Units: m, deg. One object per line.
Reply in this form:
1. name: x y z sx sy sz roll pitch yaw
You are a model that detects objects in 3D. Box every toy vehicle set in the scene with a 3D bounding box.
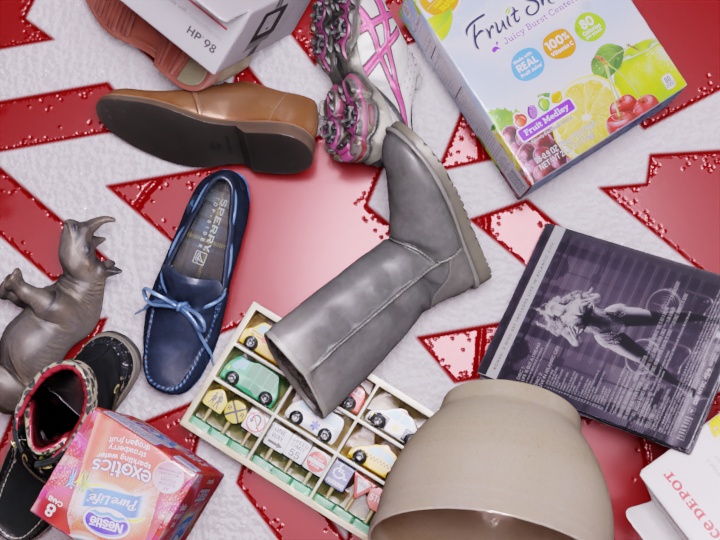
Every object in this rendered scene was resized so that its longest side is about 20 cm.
1. toy vehicle set: -0.040 0.132 1.322 0.199 0.027 0.125 31 86 4

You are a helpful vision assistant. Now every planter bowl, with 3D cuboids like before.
1. planter bowl: 0.115 0.174 1.244 0.198 0.201 0.136 12 61 3

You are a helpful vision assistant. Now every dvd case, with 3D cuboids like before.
1. dvd case: 0.212 0.053 1.273 0.198 0.016 0.150 19 75 31

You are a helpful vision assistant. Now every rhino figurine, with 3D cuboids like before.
1. rhino figurine: -0.273 0.035 1.321 0.087 0.060 0.201 37 86 -15

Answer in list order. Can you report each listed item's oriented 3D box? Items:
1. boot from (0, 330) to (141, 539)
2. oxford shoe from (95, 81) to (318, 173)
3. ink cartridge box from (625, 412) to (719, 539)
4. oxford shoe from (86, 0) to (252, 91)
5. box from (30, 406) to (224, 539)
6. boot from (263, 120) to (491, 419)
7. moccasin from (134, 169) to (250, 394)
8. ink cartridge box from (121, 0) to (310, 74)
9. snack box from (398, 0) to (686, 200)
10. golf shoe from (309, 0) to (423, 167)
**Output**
1. boot: -0.262 0.146 1.259 0.073 0.154 0.205 32 95 2
2. oxford shoe: -0.132 -0.136 1.343 0.197 0.072 0.072 9 56 4
3. ink cartridge box: 0.328 0.188 1.239 0.199 0.125 0.129 -35 58 -1
4. oxford shoe: -0.178 -0.232 1.352 0.200 0.074 0.071 47 126 17
5. box: -0.183 0.179 1.235 0.099 0.200 0.096 32 84 4
6. boot: 0.000 0.000 1.276 0.199 0.073 0.183 -32 111 -10
7. moccasin: -0.150 0.007 1.316 0.079 0.068 0.202 12 87 3
8. ink cartridge box: -0.126 -0.236 1.274 0.115 0.200 0.067 38 119 5
9. snack box: 0.155 -0.192 1.319 0.168 0.068 0.201 -32 83 -11
10. golf shoe: 0.008 -0.186 1.340 0.091 0.072 0.203 4 75 -33
